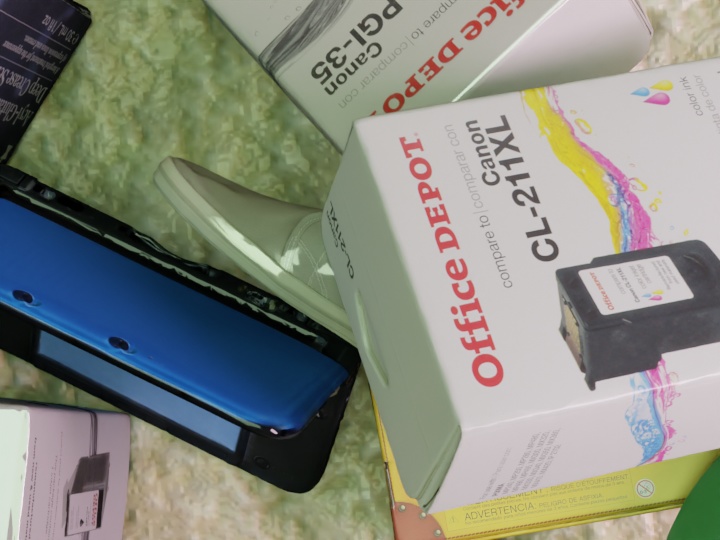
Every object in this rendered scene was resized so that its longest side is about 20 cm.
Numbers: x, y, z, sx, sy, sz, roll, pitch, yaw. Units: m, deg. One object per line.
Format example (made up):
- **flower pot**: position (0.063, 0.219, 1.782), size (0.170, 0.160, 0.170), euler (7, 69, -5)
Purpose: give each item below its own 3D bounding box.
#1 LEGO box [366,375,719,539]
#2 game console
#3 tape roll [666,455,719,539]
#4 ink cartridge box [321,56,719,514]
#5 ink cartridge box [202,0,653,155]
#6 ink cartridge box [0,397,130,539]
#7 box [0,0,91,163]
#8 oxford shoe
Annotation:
- **LEGO box**: position (0.103, 0.042, 0.951), size (0.200, 0.077, 0.149), euler (-10, 87, 6)
- **game console**: position (-0.112, 0.045, 0.912), size (0.200, 0.171, 0.118), euler (26, 48, 8)
- **tape roll**: position (0.234, 0.146, 0.903), size (0.200, 0.048, 0.201), euler (-5, 114, -12)
- **ink cartridge box**: position (0.101, 0.002, 0.824), size (0.200, 0.083, 0.146), euler (-11, 64, -17)
- **ink cartridge box**: position (0.015, -0.136, 0.928), size (0.147, 0.083, 0.200), euler (-43, 61, 3)
- **ink cartridge box**: position (-0.198, 0.097, 0.921), size (0.147, 0.200, 0.083), euler (5, 86, 6)
- **box**: position (-0.237, -0.075, 0.954), size (0.107, 0.148, 0.200), euler (32, 92, 6)
- **oxford shoe**: position (0.000, 0.000, 0.888), size (0.200, 0.075, 0.058), euler (32, 99, 2)
